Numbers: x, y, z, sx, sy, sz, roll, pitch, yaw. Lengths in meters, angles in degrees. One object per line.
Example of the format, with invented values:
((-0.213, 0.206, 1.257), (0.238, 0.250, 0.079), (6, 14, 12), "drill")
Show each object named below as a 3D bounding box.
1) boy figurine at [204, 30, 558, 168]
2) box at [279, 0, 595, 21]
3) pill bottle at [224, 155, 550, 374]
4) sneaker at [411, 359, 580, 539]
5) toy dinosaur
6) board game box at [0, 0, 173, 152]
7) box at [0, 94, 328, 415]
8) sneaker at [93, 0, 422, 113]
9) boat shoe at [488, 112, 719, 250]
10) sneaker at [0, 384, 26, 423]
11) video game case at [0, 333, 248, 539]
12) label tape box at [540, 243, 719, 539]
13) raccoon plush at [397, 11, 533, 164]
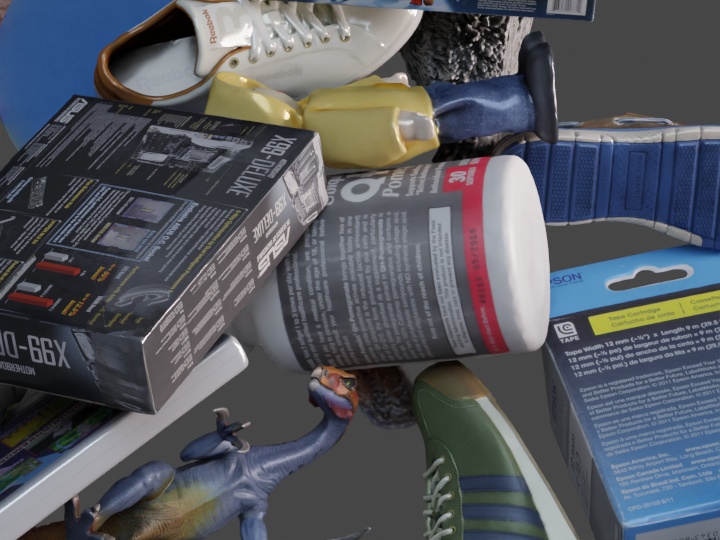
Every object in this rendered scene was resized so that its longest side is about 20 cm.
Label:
((0.010, -0.091, 1.397), (0.199, 0.124, 0.065), (-5, 106, 2), "boy figurine")
((0.037, -0.202, 1.437), (0.199, 0.038, 0.137), (4, 39, 0), "box")
((0.000, 0.000, 1.391), (0.199, 0.111, 0.111), (-6, 64, 14), "pill bottle")
((0.062, 0.147, 1.361), (0.090, 0.067, 0.201), (-25, 70, -17), "sneaker")
((-0.089, 0.108, 1.349), (0.199, 0.105, 0.181), (8, 29, 39), "toy dinosaur")
((-0.119, -0.115, 1.496), (0.199, 0.039, 0.159), (-5, 70, 1), "board game box")
((-0.130, -0.014, 1.302), (0.157, 0.050, 0.200), (10, 38, 24), "box")
((-0.057, -0.132, 1.425), (0.199, 0.085, 0.073), (-21, 80, -1), "sneaker")
((0.173, -0.061, 1.450), (0.199, 0.072, 0.073), (7, 109, -4), "boat shoe")
((-0.268, 0.081, 1.307), (0.200, 0.075, 0.085), (-33, 51, -25), "sneaker")
((-0.174, 0.088, 1.333), (0.200, 0.182, 0.023), (-36, 110, -18), "video game case")
((0.184, 0.076, 1.395), (0.143, 0.066, 0.200), (-11, 42, -7), "label tape box")
((0.025, -0.135, 1.485), (0.133, 0.097, 0.201), (11, 65, 11), "raccoon plush")
